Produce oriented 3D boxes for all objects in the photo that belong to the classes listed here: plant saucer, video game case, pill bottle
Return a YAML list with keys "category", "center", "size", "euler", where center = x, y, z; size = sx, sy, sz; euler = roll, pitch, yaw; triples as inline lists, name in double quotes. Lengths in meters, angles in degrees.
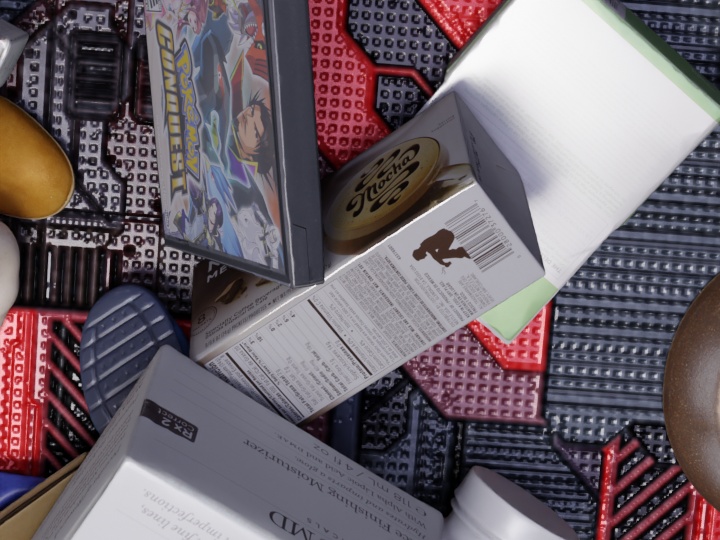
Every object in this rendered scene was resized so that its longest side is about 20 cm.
- category: "plant saucer"
  center: [0.293, 0.079, 1.219]
  size: [0.198, 0.037, 0.203]
  euler: [-1, 100, -3]
- category: "video game case"
  center: [-0.077, -0.102, 1.101]
  size: [0.025, 0.180, 0.202]
  euler: [-9, 102, -28]
- category: "pill bottle"
  center: [0.048, 0.227, 1.194]
  size: [0.108, 0.109, 0.201]
  euler: [32, 96, -7]

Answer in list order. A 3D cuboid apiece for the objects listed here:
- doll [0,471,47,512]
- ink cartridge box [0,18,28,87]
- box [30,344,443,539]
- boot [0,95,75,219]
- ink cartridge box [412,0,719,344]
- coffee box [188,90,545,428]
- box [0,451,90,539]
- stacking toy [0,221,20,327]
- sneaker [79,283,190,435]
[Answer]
- category: "doll"
  center: [-0.250, 0.152, 1.197]
  size: [0.198, 0.049, 0.138]
  euler: [6, 111, -3]
- category: "ink cartridge box"
  center: [-0.290, -0.164, 1.082]
  size: [0.199, 0.174, 0.044]
  euler: [30, 97, -7]
- category: "box"
  center: [-0.086, 0.189, 1.080]
  size: [0.198, 0.131, 0.201]
  euler: [32, 114, -11]
- category: "boot"
  center: [-0.262, -0.082, 1.112]
  size: [0.200, 0.144, 0.071]
  euler: [32, 97, -7]
- category: "ink cartridge box"
  center: [0.105, -0.075, 1.180]
  size: [0.145, 0.048, 0.200]
  euler: [40, 110, -7]
- category: "coffee box"
  center: [0.000, 0.000, 1.127]
  size: [0.199, 0.113, 0.080]
  euler: [-33, 118, 16]
- category: "box"
  center: [-0.163, 0.224, 1.191]
  size: [0.163, 0.021, 0.200]
  euler: [-35, 111, 16]
- category: "stacking toy"
  center: [-0.316, -0.005, 1.144]
  size: [0.199, 0.146, 0.147]
  euler: [30, 97, 8]
- category: "sneaker"
  center: [-0.107, 0.101, 1.188]
  size: [0.073, 0.082, 0.201]
  euler: [-27, 89, 17]
